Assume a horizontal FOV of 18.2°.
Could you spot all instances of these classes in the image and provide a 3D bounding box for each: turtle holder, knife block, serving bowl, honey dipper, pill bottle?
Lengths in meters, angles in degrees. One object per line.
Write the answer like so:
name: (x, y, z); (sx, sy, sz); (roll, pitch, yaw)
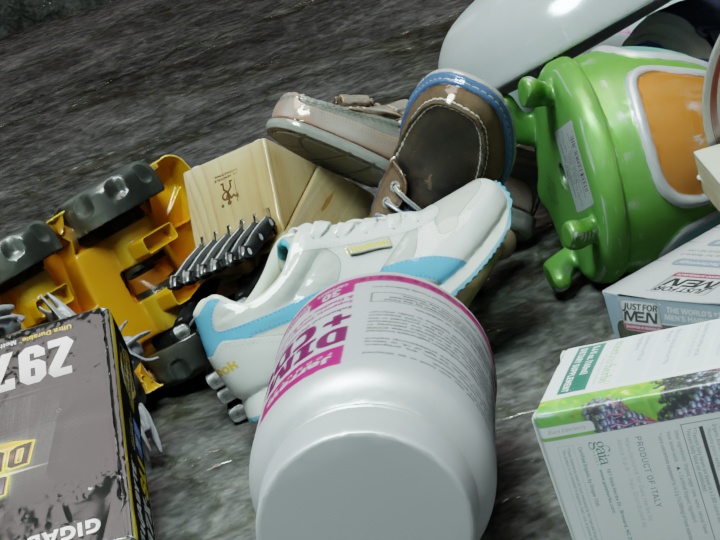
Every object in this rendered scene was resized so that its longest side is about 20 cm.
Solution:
turtle holder: (0.165, -0.058, 1.353); (0.132, 0.186, 0.141); (-15, 57, -7)
knife block: (-0.045, 0.017, 1.395); (0.064, 0.176, 0.200); (-21, -23, 24)
serving bowl: (0.129, -0.171, 1.423); (0.200, 0.066, 0.200); (-30, 0, 0)
honey dipper: (0.063, 0.013, 1.355); (0.038, 0.038, 0.200); (-11, 18, 23)
pill bottle: (0.008, 0.082, 1.050); (0.113, 0.113, 0.200); (-16, 16, 8)

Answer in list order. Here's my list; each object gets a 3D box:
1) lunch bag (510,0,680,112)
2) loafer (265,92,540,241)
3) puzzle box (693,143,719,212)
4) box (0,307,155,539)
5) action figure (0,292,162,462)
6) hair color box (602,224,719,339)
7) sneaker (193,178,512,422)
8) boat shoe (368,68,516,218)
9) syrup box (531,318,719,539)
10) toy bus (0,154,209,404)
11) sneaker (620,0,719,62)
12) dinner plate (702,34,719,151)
lunch bag: (0.189, -0.154, 1.599); (0.200, 0.077, 0.160); (-30, 53, -30)
loafer: (0.032, -0.079, 1.456); (0.200, 0.063, 0.072); (23, -10, -25)
puzzle box: (0.284, -0.064, 1.187); (0.200, 0.025, 0.133); (-16, 16, 3)
box: (-0.210, 0.115, 1.165); (0.200, 0.049, 0.160); (-16, 45, 4)
action figure: (-0.199, 0.092, 1.266); (0.200, 0.130, 0.069); (-34, -22, -11)
hair color box: (0.235, 0.001, 1.176); (0.200, 0.061, 0.099); (-27, 18, -32)
sneaker: (0.000, 0.000, 1.272); (0.200, 0.081, 0.077); (-35, 7, -17)
boat shoe: (0.043, -0.038, 1.366); (0.072, 0.200, 0.072); (23, 53, 8)
syrup box: (0.186, 0.064, 0.979); (0.200, 0.081, 0.079); (-13, 17, 21)
toy bus: (-0.195, 0.034, 1.432); (0.192, 0.136, 0.200); (-21, 10, 48)
sneaker: (0.261, -0.116, 1.437); (0.200, 0.081, 0.146); (26, 38, 32)
dinner plate: (0.285, -0.110, 1.249); (0.200, 0.200, 0.024); (-17, 38, 2)
